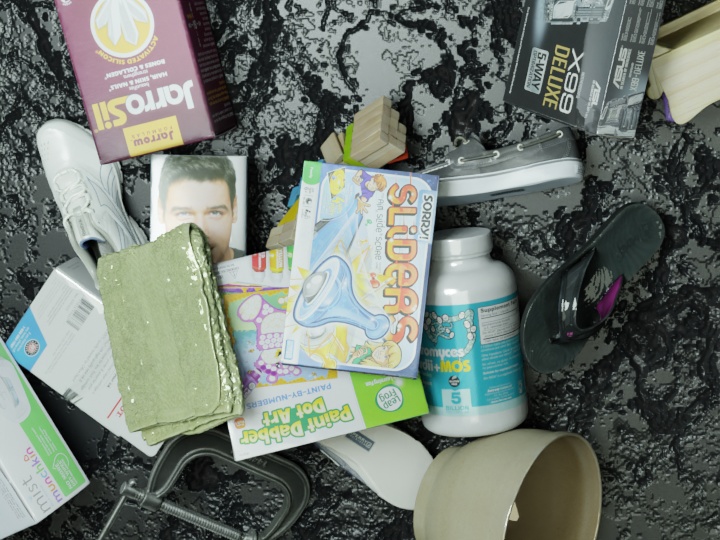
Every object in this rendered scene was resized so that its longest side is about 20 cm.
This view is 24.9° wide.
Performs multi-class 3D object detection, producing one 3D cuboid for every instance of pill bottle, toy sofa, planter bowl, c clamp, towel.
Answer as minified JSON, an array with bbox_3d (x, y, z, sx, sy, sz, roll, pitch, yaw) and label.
[{"bbox_3d":[0.107,0.060,1.649,0.111,0.111,0.200,-5,100,11],"label":"pill bottle"},{"bbox_3d":[0.362,-0.226,1.562,0.200,0.083,0.098,-24,106,14],"label":"toy sofa"},{"bbox_3d":[0.139,0.249,1.653,0.135,0.200,0.200,10,104,34],"label":"planter bowl"},{"bbox_3d":[-0.161,0.249,1.750,0.200,0.027,0.171,21,106,-18],"label":"c clamp"},{"bbox_3d":[-0.188,0.064,1.600,0.148,0.036,0.200,-18,84,34],"label":"towel"}]

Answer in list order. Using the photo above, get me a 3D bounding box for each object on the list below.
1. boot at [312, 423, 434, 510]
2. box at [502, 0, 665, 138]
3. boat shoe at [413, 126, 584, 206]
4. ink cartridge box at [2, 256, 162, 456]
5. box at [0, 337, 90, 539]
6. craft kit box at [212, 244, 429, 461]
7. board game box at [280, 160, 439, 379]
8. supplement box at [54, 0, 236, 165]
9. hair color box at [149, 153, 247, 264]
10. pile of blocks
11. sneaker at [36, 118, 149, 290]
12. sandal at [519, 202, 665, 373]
[{"bbox_3d":[-0.004,0.176,1.719,0.200,0.090,0.073,42,82,-27],"label":"boot"},{"bbox_3d":[0.218,-0.239,1.551,0.050,0.158,0.200,4,105,-31],"label":"box"},{"bbox_3d":[0.123,-0.108,1.639,0.200,0.070,0.066,-9,82,15],"label":"boat shoe"},{"bbox_3d":[-0.265,0.093,1.743,0.200,0.067,0.116,37,104,1],"label":"ink cartridge box"},{"bbox_3d":[-0.419,0.189,1.743,0.176,0.097,0.200,-28,95,37],"label":"box"},{"bbox_3d":[-0.051,0.072,1.621,0.200,0.049,0.198,-14,87,-4],"label":"craft kit box"},{"bbox_3d":[0.000,0.000,1.589,0.135,0.034,0.200,6,84,1],"label":"board game box"},{"bbox_3d":[-0.220,-0.222,1.655,0.131,0.103,0.200,-13,99,11],"label":"supplement box"},{"bbox_3d":[-0.166,-0.017,1.675,0.099,0.061,0.200,1,86,-2],"label":"hair color box"},{"bbox_3d":[-0.015,-0.087,1.674,0.062,0.082,0.200,30,115,-30],"label":"pile of blocks"},{"bbox_3d":[-0.282,-0.067,1.705,0.074,0.087,0.200,-27,94,16],"label":"sneaker"},{"bbox_3d":[0.230,0.016,1.621,0.075,0.048,0.200,37,89,-16],"label":"sandal"}]
